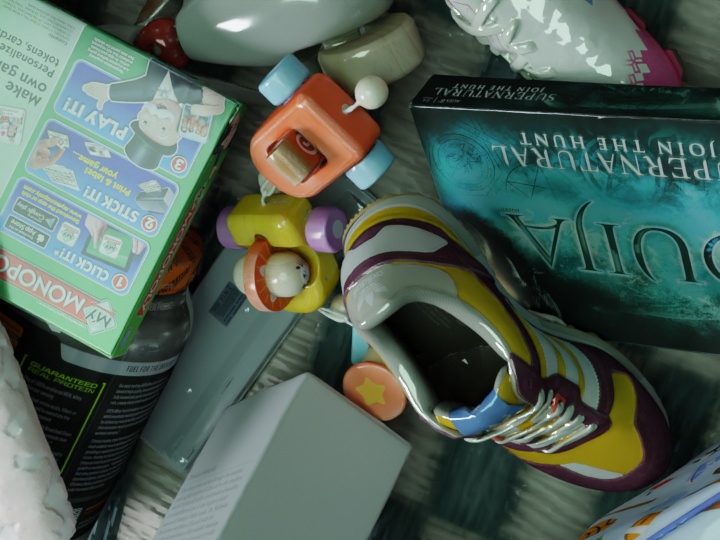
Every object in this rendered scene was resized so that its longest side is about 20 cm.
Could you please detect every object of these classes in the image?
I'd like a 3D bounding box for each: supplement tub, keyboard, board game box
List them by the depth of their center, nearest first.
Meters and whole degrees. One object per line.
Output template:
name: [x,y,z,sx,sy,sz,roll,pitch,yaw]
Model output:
board game box: [0.128,-0.021,0.747,0.200,0.028,0.135,7,133,34]
board game box: [-0.171,-0.064,0.793,0.200,0.029,0.135,28,95,5]
supplement tub: [-0.166,0.052,0.883,0.122,0.123,0.200,34,111,12]
keyboard: [-0.065,0.023,0.900,0.056,0.011,0.200,42,113,14]

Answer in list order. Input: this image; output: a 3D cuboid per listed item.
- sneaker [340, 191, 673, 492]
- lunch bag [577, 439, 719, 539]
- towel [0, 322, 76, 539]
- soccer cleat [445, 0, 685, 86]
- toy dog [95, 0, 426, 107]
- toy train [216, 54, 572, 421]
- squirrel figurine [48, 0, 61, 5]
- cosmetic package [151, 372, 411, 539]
sneaker: [0.066,0.055,0.751,0.200,0.090,0.075,37,117,-20]
lunch bag: [0.174,0.109,0.720,0.160,0.200,0.076,-35,84,24]
towel: [-0.249,0.053,0.808,0.191,0.032,0.200,-10,110,21]
soccer cleat: [0.080,-0.113,0.764,0.200,0.086,0.070,64,154,4]
toy dog: [-0.053,-0.134,0.824,0.200,0.096,0.132,9,120,24]
toy train: [0.000,0.000,0.798,0.200,0.056,0.150,46,140,-14]
squirrel figurine: [-0.230,-0.115,0.878,0.186,0.142,0.200,-14,94,12]
cosmetic package: [-0.064,0.156,0.810,0.071,0.200,0.101,36,152,-16]
